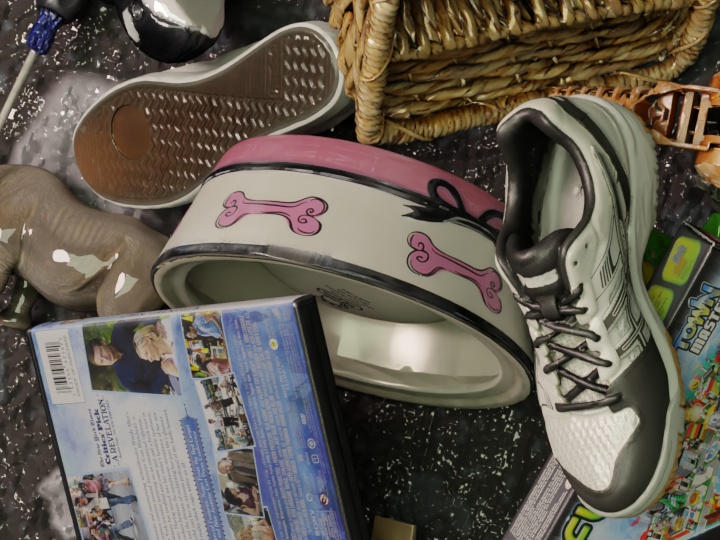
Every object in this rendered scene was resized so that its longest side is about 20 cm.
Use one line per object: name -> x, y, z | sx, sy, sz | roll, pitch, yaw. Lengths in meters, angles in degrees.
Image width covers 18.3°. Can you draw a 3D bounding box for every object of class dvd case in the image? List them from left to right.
dvd case -> -0.083, 0.089, 1.121 | 0.199, 0.018, 0.143 | -7, 100, 42

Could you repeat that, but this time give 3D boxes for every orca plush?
orca plush -> -0.133, -0.179, 1.204 | 0.071, 0.105, 0.200 | -42, 66, 29

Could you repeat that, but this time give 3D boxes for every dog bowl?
dog bowl -> 0.000, 0.000, 1.121 | 0.199, 0.200, 0.074 | 12, 72, 15

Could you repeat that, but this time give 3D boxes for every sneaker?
sneaker -> -0.064, -0.083, 1.206 | 0.199, 0.085, 0.073 | -16, 92, 35
sneaker -> 0.096, 0.016, 1.043 | 0.075, 0.088, 0.201 | -14, 78, 36

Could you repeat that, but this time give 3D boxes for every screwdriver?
screwdriver -> -0.183, -0.105, 1.224 | 0.028, 0.029, 0.201 | 30, 70, -25

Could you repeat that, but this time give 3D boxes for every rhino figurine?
rhino figurine -> -0.182, -0.011, 1.232 | 0.199, 0.060, 0.088 | 27, 88, 17

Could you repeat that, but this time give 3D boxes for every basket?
basket -> 0.088, -0.160, 1.087 | 0.199, 0.143, 0.150 | -12, 83, -21

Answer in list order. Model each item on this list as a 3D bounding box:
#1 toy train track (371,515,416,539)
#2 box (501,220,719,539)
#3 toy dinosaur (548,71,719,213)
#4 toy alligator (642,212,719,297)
toy train track -> -0.023, 0.177, 1.198 | 0.199, 0.033, 0.115 | 12, 98, 21
box -> 0.158, 0.087, 1.111 | 0.110, 0.035, 0.201 | 24, 101, -26
toy dinosaur -> 0.198, -0.071, 1.093 | 0.200, 0.136, 0.102 | 34, 97, 14
toy alligator -> 0.130, 0.047, 1.152 | 0.054, 0.059, 0.201 | 51, 122, 47
